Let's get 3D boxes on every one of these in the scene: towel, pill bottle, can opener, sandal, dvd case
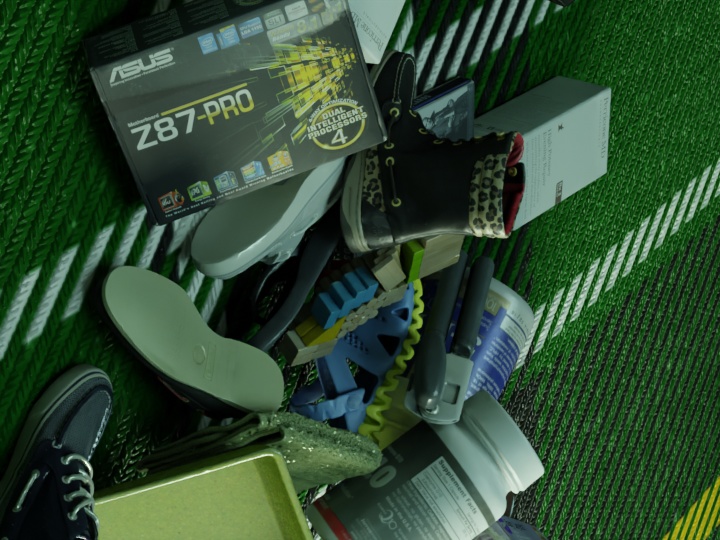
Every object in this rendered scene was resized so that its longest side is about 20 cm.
[{"bbox_3d":[-0.081,0.159,1.609,0.200,0.148,0.037,25,52,-57],"label":"towel"},{"bbox_3d":[0.059,0.204,1.712,0.200,0.114,0.114,-36,139,-6],"label":"pill bottle"},{"bbox_3d":[0.085,0.052,1.724,0.067,0.053,0.201,104,3,-51],"label":"can opener"},{"bbox_3d":[0.077,0.106,1.835,0.201,0.119,0.120,-62,146,-18],"label":"pill bottle"},{"bbox_3d":[-0.062,0.003,1.646,0.076,0.043,0.201,-50,-172,52],"label":"sandal"},{"bbox_3d":[-0.004,0.078,1.729,0.087,0.079,0.201,19,87,-23],"label":"sandal"},{"bbox_3d":[0.046,-0.085,1.795,0.200,0.025,0.151,-29,127,-46],"label":"dvd case"}]

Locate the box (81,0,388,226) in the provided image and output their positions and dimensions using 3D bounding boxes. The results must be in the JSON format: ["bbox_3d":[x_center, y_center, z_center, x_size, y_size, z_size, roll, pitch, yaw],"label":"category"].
[{"bbox_3d":[-0.092,-0.136,1.436,0.199,0.049,0.162,-20,131,-2],"label":"box"}]

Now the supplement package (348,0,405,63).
[{"bbox_3d":[-0.019,-0.289,1.520,0.121,0.119,0.201,38,72,-56],"label":"supplement package"}]

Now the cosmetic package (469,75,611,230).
[{"bbox_3d":[0.181,-0.123,1.941,0.200,0.074,0.102,-30,128,-46],"label":"cosmetic package"}]

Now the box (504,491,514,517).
[{"bbox_3d":[0.081,0.245,1.946,0.199,0.075,0.101,1,102,-55],"label":"box"}]

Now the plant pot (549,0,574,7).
[{"bbox_3d":[0.153,-0.357,1.701,0.199,0.199,0.178,25,93,-57],"label":"plant pot"}]

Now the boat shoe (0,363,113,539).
[{"bbox_3d":[-0.223,0.170,1.431,0.201,0.092,0.075,-62,146,-18],"label":"boat shoe"}]

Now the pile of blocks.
[{"bbox_3d":[0.000,0.000,1.676,0.199,0.062,0.082,-36,153,-3],"label":"pile of blocks"}]

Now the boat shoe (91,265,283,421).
[{"bbox_3d":[-0.148,0.064,1.521,0.201,0.063,0.074,38,54,-40],"label":"boat shoe"}]

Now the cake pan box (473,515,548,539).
[{"bbox_3d":[0.104,0.331,1.937,0.184,0.052,0.200,-45,157,7],"label":"cake pan box"}]

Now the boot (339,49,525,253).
[{"bbox_3d":[0.069,-0.106,1.640,0.073,0.149,0.201,61,35,-51],"label":"boot"}]

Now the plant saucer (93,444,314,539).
[{"bbox_3d":[-0.136,0.229,1.541,0.048,0.199,0.201,-102,175,-55],"label":"plant saucer"}]

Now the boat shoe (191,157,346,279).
[{"bbox_3d":[-0.072,-0.044,1.601,0.200,0.072,0.069,-54,141,-44],"label":"boat shoe"}]
